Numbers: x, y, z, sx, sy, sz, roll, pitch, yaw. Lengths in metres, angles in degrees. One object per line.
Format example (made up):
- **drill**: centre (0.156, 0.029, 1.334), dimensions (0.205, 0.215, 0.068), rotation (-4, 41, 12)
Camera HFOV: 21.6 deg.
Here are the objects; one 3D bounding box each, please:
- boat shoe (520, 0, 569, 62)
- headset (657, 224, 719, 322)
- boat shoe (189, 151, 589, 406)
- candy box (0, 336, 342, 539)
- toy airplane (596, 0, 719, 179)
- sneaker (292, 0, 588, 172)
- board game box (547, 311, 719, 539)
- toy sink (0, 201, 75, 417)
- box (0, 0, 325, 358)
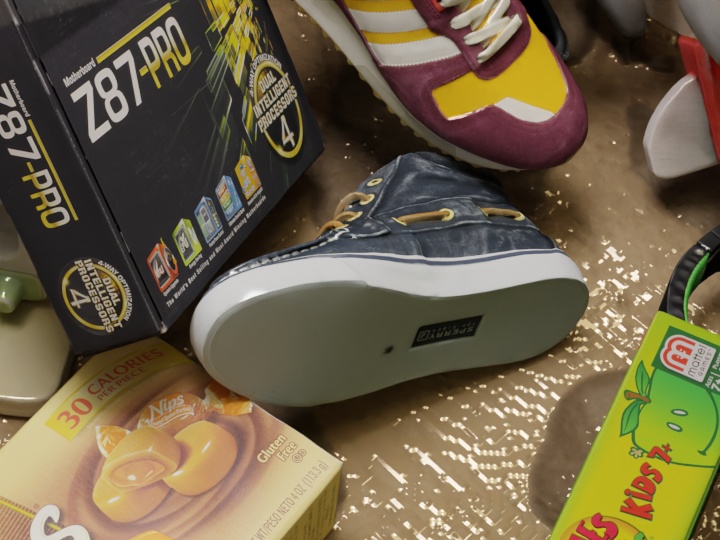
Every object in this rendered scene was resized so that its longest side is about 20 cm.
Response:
- **boat shoe**: centre (0.056, -0.147, 0.955), dimensions (0.074, 0.063, 0.201), rotation (-14, 54, -12)
- **headset**: centre (0.221, 0.005, 0.832), dimensions (0.199, 0.094, 0.123), rotation (-31, 61, -30)
- **boat shoe**: centre (0.000, 0.000, 0.820), dimensions (0.199, 0.071, 0.091), rotation (-3, 43, -36)
- **candy box**: centre (-0.110, 0.126, 0.745), dimensions (0.115, 0.056, 0.200), rotation (32, 58, 18)
- **toy airplane**: centre (0.147, -0.141, 0.876), dimensions (0.139, 0.201, 0.201), rotation (3, 57, -8)
- **sneaker**: centre (0.031, -0.124, 0.824), dimensions (0.199, 0.090, 0.075), rotation (39, 60, -7)
- **board game box**: centre (0.093, 0.125, 0.730), dimensions (0.047, 0.102, 0.201), rotation (23, 55, 13)
- **toy sink**: centre (-0.177, -0.056, 0.840), dimensions (0.129, 0.113, 0.202), rotation (10, 53, 4)
- **box**: centre (-0.092, -0.081, 0.787), dimensions (0.049, 0.162, 0.200), rotation (-16, 18, 26)
